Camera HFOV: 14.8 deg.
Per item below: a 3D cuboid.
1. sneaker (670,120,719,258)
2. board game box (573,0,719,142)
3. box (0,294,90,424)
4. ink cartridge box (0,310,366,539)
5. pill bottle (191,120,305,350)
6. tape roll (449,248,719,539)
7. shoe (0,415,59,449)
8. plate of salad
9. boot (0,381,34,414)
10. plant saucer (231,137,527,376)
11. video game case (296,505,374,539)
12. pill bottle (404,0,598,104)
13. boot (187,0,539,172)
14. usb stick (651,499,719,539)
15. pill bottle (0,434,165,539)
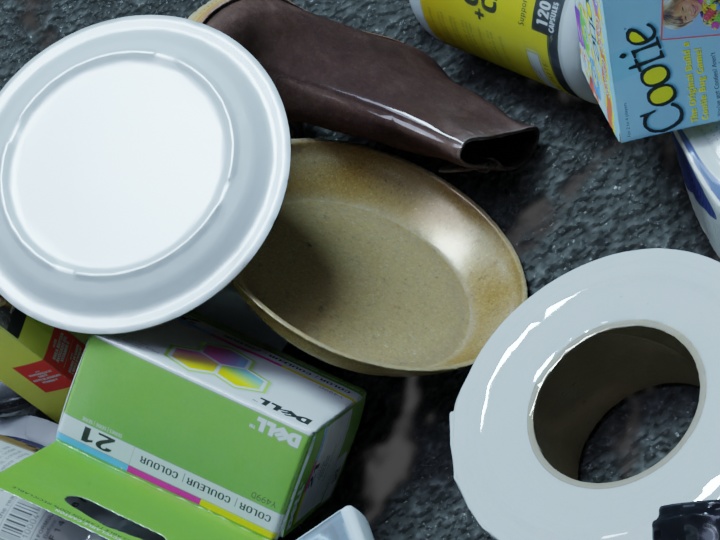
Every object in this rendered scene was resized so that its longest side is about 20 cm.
[{"bbox_3d":[0.258,-0.042,1.562,0.115,0.081,0.200,-25,39,-5],"label":"sneaker"},{"bbox_3d":[0.227,-0.159,1.581,0.200,0.105,0.103,-12,30,-3],"label":"board game box"},{"bbox_3d":[-0.185,0.040,1.682,0.050,0.200,0.075,-12,51,35],"label":"box"},{"bbox_3d":[-0.099,0.093,1.563,0.148,0.200,0.076,24,106,12],"label":"ink cartridge box"},{"bbox_3d":[-0.087,-0.040,1.744,0.111,0.111,0.200,-19,50,19],"label":"pill bottle"},{"bbox_3d":[0.152,0.089,1.528,0.202,0.071,0.203,-16,52,21],"label":"tape roll"},{"bbox_3d":[-0.229,0.141,1.732,0.200,0.071,0.091,7,63,41],"label":"shoe"},{"bbox_3d":[-0.133,-0.054,1.604,0.200,0.048,0.201,-6,66,14],"label":"plate of salad"},{"bbox_3d":[-0.215,-0.012,1.754,0.070,0.132,0.200,-9,34,23],"label":"boot"},{"bbox_3d":[0.000,0.000,1.645,0.200,0.200,0.035,-112,35,-42],"label":"plant saucer"},{"bbox_3d":[-0.048,0.246,1.484,0.182,0.023,0.200,-35,42,12],"label":"video game case"},{"bbox_3d":[0.100,-0.183,1.731,0.200,0.112,0.112,26,74,41],"label":"pill bottle"},{"bbox_3d":[-0.001,-0.110,1.682,0.166,0.200,0.073,27,107,32],"label":"boot"},{"bbox_3d":[0.176,0.217,1.400,0.055,0.033,0.201,-10,76,33],"label":"usb stick"},{"bbox_3d":[-0.213,0.156,1.623,0.200,0.114,0.115,17,68,28],"label":"pill bottle"}]
